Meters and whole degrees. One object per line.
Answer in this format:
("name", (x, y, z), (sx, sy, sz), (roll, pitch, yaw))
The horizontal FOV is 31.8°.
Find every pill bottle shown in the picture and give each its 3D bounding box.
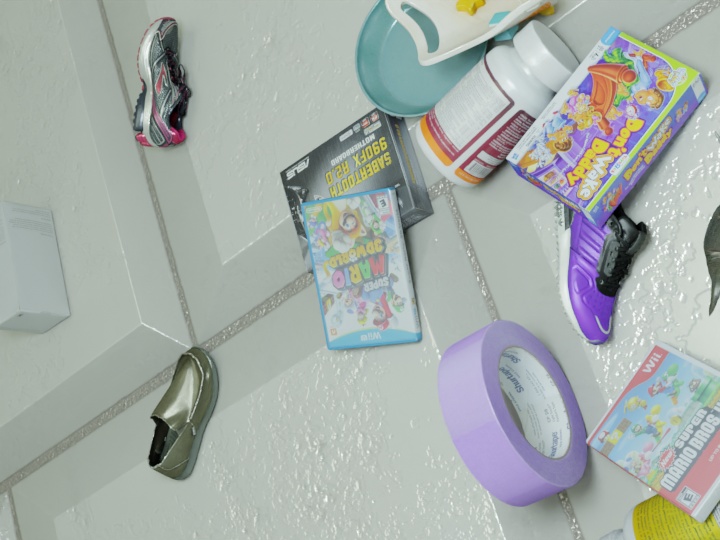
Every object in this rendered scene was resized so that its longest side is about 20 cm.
("pill bottle", (0.350, 0.279, 1.325), (0.199, 0.112, 0.113), (-35, 63, 29))
("pill bottle", (0.169, -0.203, 1.546), (0.200, 0.109, 0.110), (-43, 60, 26))

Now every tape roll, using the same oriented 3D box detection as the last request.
("tape roll", (0.174, 0.160, 1.429), (0.065, 0.199, 0.202), (-30, 66, 32))

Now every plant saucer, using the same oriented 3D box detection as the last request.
("plant saucer", (0.086, -0.293, 1.661), (0.198, 0.036, 0.202), (-8, 74, 29))

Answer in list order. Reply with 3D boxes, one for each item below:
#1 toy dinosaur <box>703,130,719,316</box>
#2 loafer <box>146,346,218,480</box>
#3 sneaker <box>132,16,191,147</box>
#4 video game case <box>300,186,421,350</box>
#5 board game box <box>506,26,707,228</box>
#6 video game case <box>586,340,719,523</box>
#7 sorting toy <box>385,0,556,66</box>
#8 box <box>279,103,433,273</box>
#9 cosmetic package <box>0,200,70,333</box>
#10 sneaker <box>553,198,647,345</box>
("toy dinosaur", (0.414, -0.048, 1.362), (0.102, 0.076, 0.202), (30, 108, 50))
("loafer", (-0.266, 0.211, 1.862), (0.075, 0.069, 0.202), (12, 91, 39))
("sneaker", (-0.299, -0.292, 1.968), (0.074, 0.080, 0.203), (5, 94, 25))
("video game case", (0.000, 0.000, 1.666), (0.142, 0.018, 0.202), (-8, 96, 31))
("board game box", (0.282, -0.167, 1.451), (0.134, 0.045, 0.201), (37, 87, 36))
("video game case", (0.337, 0.165, 1.337), (0.144, 0.017, 0.200), (-54, 27, -1))
("sorting toy", (0.127, -0.342, 1.569), (0.179, 0.107, 0.201), (-31, 63, 7))
("box", (-0.009, -0.106, 1.716), (0.199, 0.048, 0.160), (-29, 66, 32))
("cosmetic package", (-0.566, -0.005, 2.115), (0.084, 0.107, 0.202), (-27, 66, 33))
("sneaker", (0.282, -0.018, 1.454), (0.099, 0.069, 0.203), (-12, 77, 35))
